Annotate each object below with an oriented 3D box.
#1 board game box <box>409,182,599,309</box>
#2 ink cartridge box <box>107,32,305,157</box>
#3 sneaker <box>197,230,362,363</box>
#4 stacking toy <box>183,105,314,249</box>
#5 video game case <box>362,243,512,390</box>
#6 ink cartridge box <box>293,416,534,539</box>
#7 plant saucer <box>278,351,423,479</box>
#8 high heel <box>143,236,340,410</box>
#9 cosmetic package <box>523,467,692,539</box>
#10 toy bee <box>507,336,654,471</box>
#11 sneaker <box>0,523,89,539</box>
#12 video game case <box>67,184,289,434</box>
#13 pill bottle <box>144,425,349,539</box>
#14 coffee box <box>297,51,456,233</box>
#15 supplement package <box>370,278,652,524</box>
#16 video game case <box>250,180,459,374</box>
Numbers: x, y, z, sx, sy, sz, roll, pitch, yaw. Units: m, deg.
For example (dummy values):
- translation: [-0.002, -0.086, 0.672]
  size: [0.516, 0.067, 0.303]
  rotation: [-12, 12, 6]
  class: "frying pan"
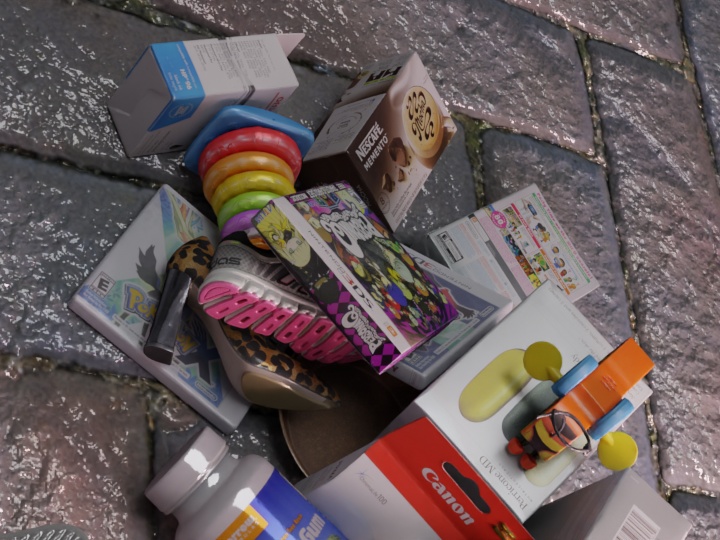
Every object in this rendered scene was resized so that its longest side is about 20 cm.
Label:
- translation: [0.163, 0.000, 1.631]
  size: [0.199, 0.064, 0.148]
  rotation: [-25, 80, -41]
  class: "board game box"
- translation: [-0.147, -0.185, 1.484]
  size: [0.199, 0.116, 0.068]
  rotation: [-13, 72, -39]
  class: "ink cartridge box"
- translation: [-0.059, 0.021, 1.328]
  size: [0.199, 0.074, 0.088]
  rotation: [23, 50, -28]
  class: "sneaker"
- translation: [-0.104, -0.054, 1.425]
  size: [0.115, 0.110, 0.201]
  rotation: [14, 49, -32]
  class: "stacking toy"
- translation: [0.037, 0.035, 1.470]
  size: [0.181, 0.023, 0.200]
  rotation: [27, 34, 21]
  class: "video game case"
- translation: [0.038, 0.234, 1.292]
  size: [0.160, 0.200, 0.047]
  rotation: [49, 44, -8]
  class: "ink cartridge box"
- translation: [-0.003, 0.158, 1.432]
  size: [0.199, 0.037, 0.202]
  rotation: [18, 54, -27]
  class: "plant saucer"
- translation: [-0.099, 0.049, 1.369]
  size: [0.199, 0.071, 0.143]
  rotation: [22, 54, -12]
  class: "high heel"
- translation: [0.197, 0.266, 1.309]
  size: [0.090, 0.200, 0.107]
  rotation: [41, 57, -2]
  class: "cosmetic package"
- translation: [0.180, 0.124, 1.269]
  size: [0.199, 0.109, 0.132]
  rotation: [0, 56, -46]
  class: "toy bee"
- translation: [-0.312, 0.250, 1.132]
  size: [0.198, 0.080, 0.079]
  rotation: [0, 54, -8]
  class: "sneaker"
- translation: [-0.162, 0.035, 1.402]
  size: [0.200, 0.022, 0.183]
  rotation: [40, 47, -9]
  class: "video game case"
- translation: [-0.093, 0.236, 1.266]
  size: [0.200, 0.112, 0.112]
  rotation: [44, 47, -5]
  class: "pill bottle"
- translation: [0.019, -0.137, 1.576]
  size: [0.113, 0.079, 0.200]
  rotation: [59, 41, -26]
  class: "coffee box"
- translation: [0.143, 0.145, 1.378]
  size: [0.200, 0.151, 0.152]
  rotation: [-39, 82, -28]
  class: "supplement package"
- translation: [0.000, 0.000, 1.335]
  size: [0.182, 0.036, 0.200]
  rotation: [50, 20, 7]
  class: "video game case"
